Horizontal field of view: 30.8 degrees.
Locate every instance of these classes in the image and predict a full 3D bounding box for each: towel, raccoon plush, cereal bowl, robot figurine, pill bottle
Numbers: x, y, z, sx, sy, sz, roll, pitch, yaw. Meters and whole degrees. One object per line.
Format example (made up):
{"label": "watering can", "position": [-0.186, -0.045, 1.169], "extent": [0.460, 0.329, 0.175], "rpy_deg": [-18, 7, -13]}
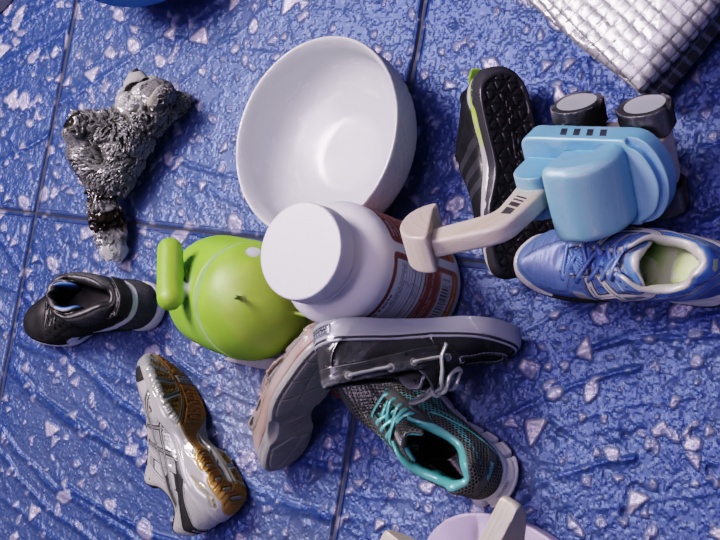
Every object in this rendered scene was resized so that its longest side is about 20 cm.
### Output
{"label": "towel", "position": [0.242, -0.268, 1.158], "extent": [0.166, 0.085, 0.200], "rpy_deg": [-50, 61, 16]}
{"label": "raccoon plush", "position": [-0.242, -0.121, 1.458], "extent": [0.133, 0.097, 0.202], "rpy_deg": [-11, 104, 17]}
{"label": "cereal bowl", "position": [-0.024, -0.123, 1.295], "extent": [0.199, 0.083, 0.202], "rpy_deg": [-9, 73, 32]}
{"label": "robot figurine", "position": [-0.121, 0.026, 1.285], "extent": [0.200, 0.174, 0.117], "rpy_deg": [11, 89, 65]}
{"label": "pill bottle", "position": [0.000, 0.000, 1.187], "extent": [0.111, 0.200, 0.113], "rpy_deg": [-7, 76, 31]}

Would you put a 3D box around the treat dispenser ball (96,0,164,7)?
{"label": "treat dispenser ball", "position": [-0.254, -0.390, 1.426], "extent": [0.199, 0.200, 0.203], "rpy_deg": [-7, 77, 31]}

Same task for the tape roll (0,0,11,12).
{"label": "tape roll", "position": [-0.508, -0.419, 1.675], "extent": [0.199, 0.066, 0.202], "rpy_deg": [-7, 77, 31]}

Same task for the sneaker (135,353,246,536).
{"label": "sneaker", "position": [-0.199, 0.181, 1.354], "extent": [0.088, 0.075, 0.201], "rpy_deg": [-40, 62, 20]}

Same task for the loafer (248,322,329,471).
{"label": "loafer", "position": [-0.072, 0.112, 1.247], "extent": [0.063, 0.071, 0.201], "rpy_deg": [52, 141, 29]}

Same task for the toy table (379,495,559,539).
{"label": "toy table", "position": [0.114, 0.280, 1.111], "extent": [0.199, 0.117, 0.185], "rpy_deg": [16, 89, 35]}

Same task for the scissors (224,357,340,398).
{"label": "scissors", "position": [-0.058, 0.103, 1.313], "extent": [0.199, 0.014, 0.074], "rpy_deg": [-14, 87, 33]}

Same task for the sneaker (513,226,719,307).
{"label": "sneaker", "position": [0.222, -0.011, 1.116], "extent": [0.198, 0.077, 0.076], "rpy_deg": [0, 81, 29]}

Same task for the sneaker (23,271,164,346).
{"label": "sneaker", "position": [-0.323, 0.035, 1.440], "extent": [0.199, 0.112, 0.074], "rpy_deg": [-10, 74, 31]}

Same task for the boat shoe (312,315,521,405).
{"label": "boat shoe", "position": [0.055, 0.080, 1.151], "extent": [0.074, 0.198, 0.069], "rpy_deg": [-36, 56, 55]}

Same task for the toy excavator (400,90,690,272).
{"label": "toy excavator", "position": [0.155, -0.063, 1.094], "extent": [0.193, 0.200, 0.101], "rpy_deg": [6, 125, 37]}

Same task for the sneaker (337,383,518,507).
{"label": "sneaker", "position": [0.050, 0.141, 1.187], "extent": [0.199, 0.091, 0.078], "rpy_deg": [32, 99, 28]}

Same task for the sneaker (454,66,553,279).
{"label": "sneaker", "position": [0.129, -0.091, 1.217], "extent": [0.083, 0.071, 0.202], "rpy_deg": [166, 101, -69]}
